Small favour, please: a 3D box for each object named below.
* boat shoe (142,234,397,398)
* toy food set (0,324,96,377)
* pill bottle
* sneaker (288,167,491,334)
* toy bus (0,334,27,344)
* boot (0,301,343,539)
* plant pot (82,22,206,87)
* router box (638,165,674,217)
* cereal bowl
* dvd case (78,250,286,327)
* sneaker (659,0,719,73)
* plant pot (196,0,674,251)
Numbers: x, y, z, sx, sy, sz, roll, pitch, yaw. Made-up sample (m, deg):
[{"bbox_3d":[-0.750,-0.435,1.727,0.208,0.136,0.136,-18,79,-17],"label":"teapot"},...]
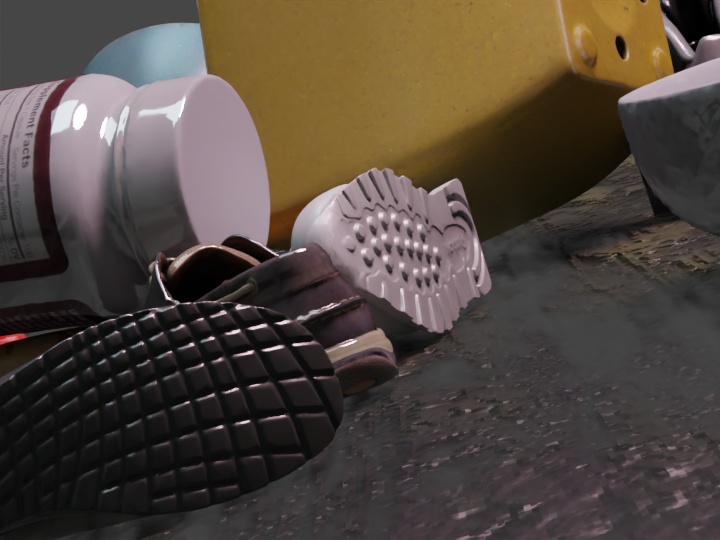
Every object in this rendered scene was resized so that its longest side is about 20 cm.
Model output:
[{"bbox_3d":[-0.052,0.021,0.958,0.074,0.074,0.200,-20,6,-32],"label":"boat shoe"},{"bbox_3d":[-0.112,0.034,1.162,0.199,0.049,0.198,-19,5,-19],"label":"toy food set"},{"bbox_3d":[-0.151,-0.029,1.056,0.199,0.115,0.114,-7,8,21],"label":"pill bottle"},{"bbox_3d":[0.000,0.000,1.041,0.080,0.077,0.200,-14,-5,16],"label":"sneaker"},{"bbox_3d":[-0.293,0.047,1.307,0.191,0.136,0.200,0,9,6],"label":"toy bus"},{"bbox_3d":[-0.113,0.062,0.795,0.199,0.068,0.131,-17,-1,-13],"label":"boot"},{"bbox_3d":[-0.132,-0.068,1.738,0.199,0.200,0.135,-15,42,22],"label":"plant pot"},{"bbox_3d":[0.261,-0.084,1.175,0.149,0.051,0.200,-25,8,-41],"label":"router box"},{"bbox_3d":[0.205,-0.056,0.880,0.199,0.084,0.200,-17,5,1],"label":"cereal bowl"},{"bbox_3d":[-0.064,0.010,1.414,0.150,0.025,0.200,-20,6,-38],"label":"dvd case"},{"bbox_3d":[0.211,-0.122,1.400,0.075,0.116,0.200,-17,5,-2],"label":"sneaker"},{"bbox_3d":[0.052,-0.124,1.227,0.199,0.196,0.194,-16,-12,34],"label":"plant pot"}]
